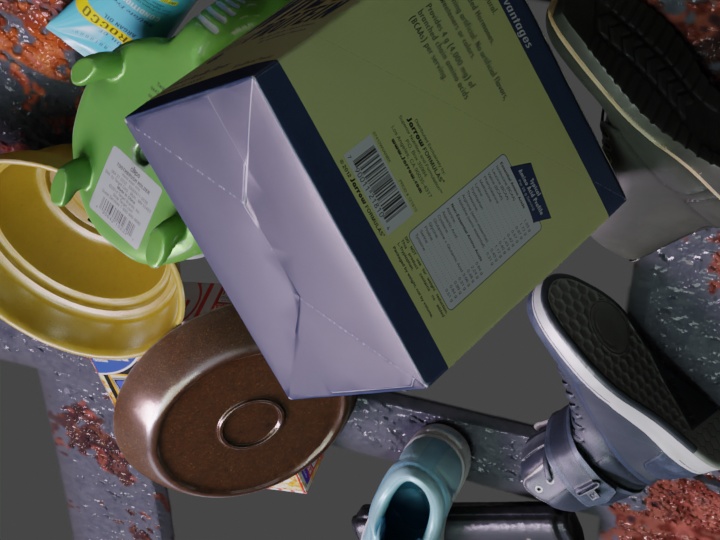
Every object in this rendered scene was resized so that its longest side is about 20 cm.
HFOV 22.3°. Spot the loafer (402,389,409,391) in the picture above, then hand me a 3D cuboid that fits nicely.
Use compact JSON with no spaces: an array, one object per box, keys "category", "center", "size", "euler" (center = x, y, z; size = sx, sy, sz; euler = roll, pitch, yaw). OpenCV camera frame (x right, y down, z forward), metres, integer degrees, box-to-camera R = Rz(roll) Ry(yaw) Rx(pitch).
[{"category":"loafer","center":[0.052,0.001,1.277],"size":[0.063,0.072,0.200],"euler":[38,135,15]}]

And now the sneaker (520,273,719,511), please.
[{"category":"sneaker","center":[0.150,0.096,1.309],"size":[0.146,0.077,0.202],"euler":[-25,121,39]}]

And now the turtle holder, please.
[{"category":"turtle holder","center":[-0.111,-0.099,1.191],"size":[0.141,0.132,0.186],"euler":[9,105,36]}]

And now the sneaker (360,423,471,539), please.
[{"category":"sneaker","center":[0.028,0.216,1.460],"size":[0.074,0.082,0.200],"euler":[24,123,19]}]

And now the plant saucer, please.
[{"category":"plant saucer","center":[-0.086,0.106,1.382],"size":[0.200,0.035,0.201],"euler":[-14,134,-15]}]

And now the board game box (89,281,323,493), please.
[{"category":"board game box","center":[-0.130,0.094,1.471],"size":[0.151,0.046,0.200],"euler":[3,135,23]}]

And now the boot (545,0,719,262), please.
[{"category":"boot","center":[0.154,-0.080,1.126],"size":[0.200,0.078,0.138],"euler":[43,142,-18]}]

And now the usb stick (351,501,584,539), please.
[{"category":"usb stick","center":[0.086,0.214,1.501],"size":[0.200,0.033,0.056],"euler":[-5,127,30]}]

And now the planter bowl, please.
[{"category":"planter bowl","center":[-0.207,-0.032,1.346],"size":[0.200,0.084,0.201],"euler":[14,138,13]}]

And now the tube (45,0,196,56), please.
[{"category":"tube","center":[-0.137,-0.184,1.183],"size":[0.077,0.050,0.200],"euler":[39,143,-10]}]

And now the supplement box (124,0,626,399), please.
[{"category":"supplement box","center":[0.013,-0.064,1.061],"size":[0.134,0.200,0.200],"euler":[-9,115,51]}]
